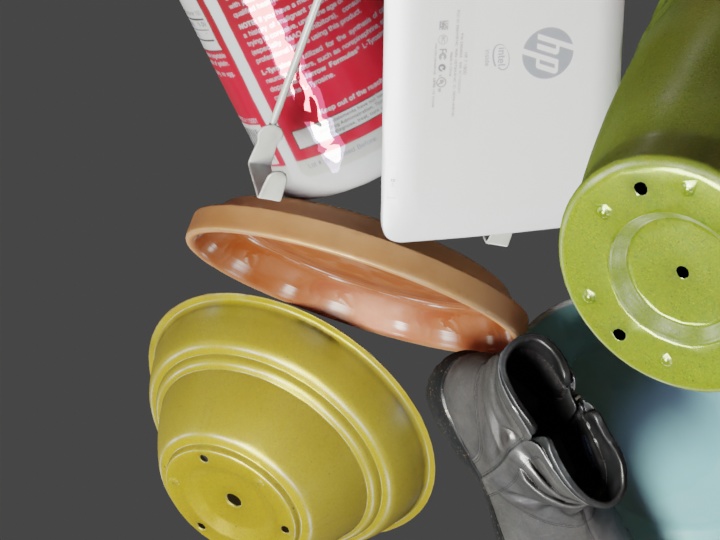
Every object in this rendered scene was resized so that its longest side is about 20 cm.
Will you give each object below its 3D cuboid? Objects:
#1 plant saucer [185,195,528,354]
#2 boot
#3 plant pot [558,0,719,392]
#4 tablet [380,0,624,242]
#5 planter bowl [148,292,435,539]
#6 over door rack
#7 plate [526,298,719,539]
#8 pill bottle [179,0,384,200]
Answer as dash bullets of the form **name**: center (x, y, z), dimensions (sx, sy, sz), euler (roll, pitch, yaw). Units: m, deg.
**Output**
- **plant saucer**: center (0.000, 0.000, 1.626), dimensions (0.200, 0.032, 0.200), euler (17, 168, 4)
- **boot**: center (0.116, 0.128, 1.610), dimensions (0.200, 0.070, 0.132), euler (52, 163, -10)
- **plant pot**: center (0.195, -0.041, 1.434), dimensions (0.200, 0.193, 0.201), euler (17, 128, 23)
- **tablet**: center (0.075, -0.112, 1.480), dimensions (0.130, 0.014, 0.201), euler (-6, 115, -14)
- **planter bowl**: center (-0.061, 0.116, 1.756), dimensions (0.200, 0.084, 0.201), euler (19, 139, 18)
- **over door rack**: center (0.031, -0.125, 1.506), dimensions (0.147, 0.067, 0.201), euler (10, 110, -19)
- **plate**: center (0.174, 0.094, 1.652), dimensions (0.200, 0.026, 0.201), euler (16, 127, 23)
- **pill bottle**: center (-0.037, -0.149, 1.569), dimensions (0.112, 0.112, 0.200), euler (-13, 112, 38)
